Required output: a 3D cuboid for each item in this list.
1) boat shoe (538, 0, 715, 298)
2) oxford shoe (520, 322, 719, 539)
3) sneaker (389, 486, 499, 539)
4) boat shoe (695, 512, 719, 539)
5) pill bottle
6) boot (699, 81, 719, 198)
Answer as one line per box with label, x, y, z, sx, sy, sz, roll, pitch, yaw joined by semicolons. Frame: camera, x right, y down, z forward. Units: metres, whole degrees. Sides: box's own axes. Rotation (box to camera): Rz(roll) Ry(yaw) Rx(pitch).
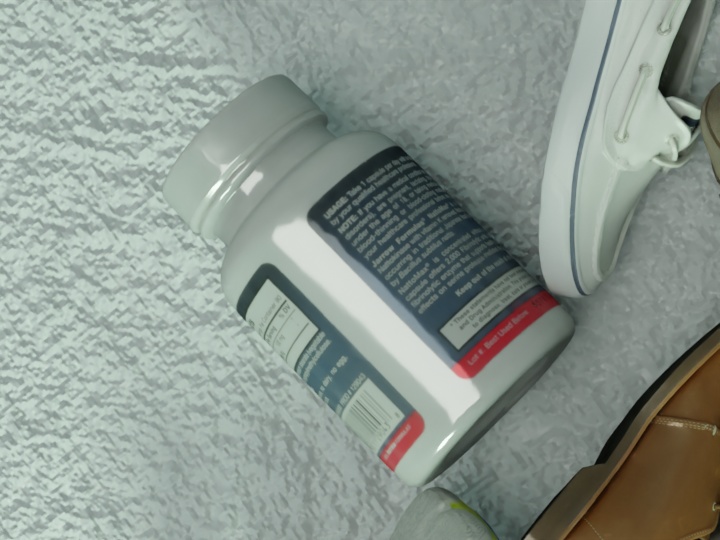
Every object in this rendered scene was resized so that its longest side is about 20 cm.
boat shoe;0.136;-0.079;1.136;0.065;0.074;0.201;16;105;23
oxford shoe;0.154;0.093;1.127;0.071;0.071;0.200;39;76;7
sneaker;0.078;0.189;1.146;0.105;0.200;0.076;27;112;-28
boat shoe;0.206;0.136;1.154;0.200;0.075;0.073;-28;112;20
pill bottle;0.000;0.000;1.177;0.200;0.120;0.120;46;111;9
boot;0.218;-0.005;1.075;0.070;0.146;0.200;-22;81;-1
